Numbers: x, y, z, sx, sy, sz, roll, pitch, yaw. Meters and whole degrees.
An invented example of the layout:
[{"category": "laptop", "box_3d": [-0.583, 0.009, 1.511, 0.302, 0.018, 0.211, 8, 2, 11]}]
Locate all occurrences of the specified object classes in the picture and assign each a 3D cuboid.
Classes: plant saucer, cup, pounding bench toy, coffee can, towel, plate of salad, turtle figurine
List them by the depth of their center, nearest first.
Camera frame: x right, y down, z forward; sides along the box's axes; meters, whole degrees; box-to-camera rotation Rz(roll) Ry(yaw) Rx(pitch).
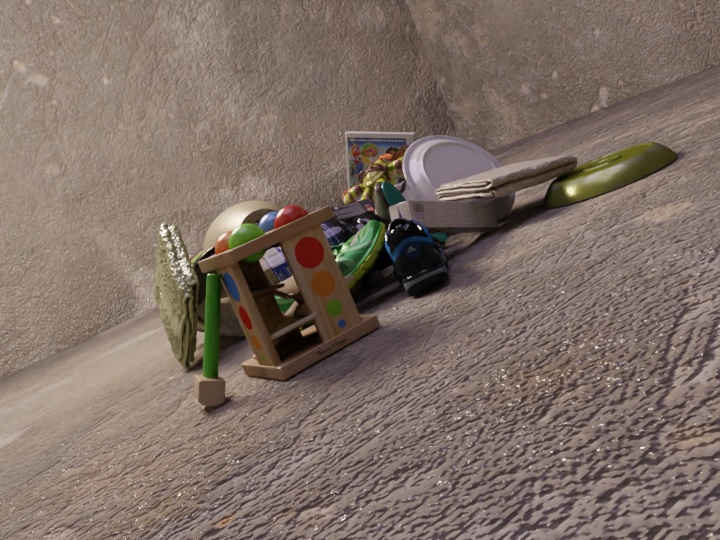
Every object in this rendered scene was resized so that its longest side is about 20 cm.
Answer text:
[{"category": "pounding bench toy", "box_3d": [-0.113, 0.032, 0.757, 0.199, 0.157, 0.124, -27, 8, -26]}, {"category": "plant saucer", "box_3d": [0.361, -0.146, 1.053, 0.199, 0.031, 0.200, -23, 6, 3]}, {"category": "towel", "box_3d": [-0.274, 0.031, 1.054, 0.036, 0.149, 0.200, -3, 34, -24]}, {"category": "towel", "box_3d": [0.223, -0.138, 1.089, 0.199, 0.035, 0.132, -20, 12, -32]}, {"category": "coffee can", "box_3d": [-0.224, 0.032, 1.166, 0.146, 0.147, 0.200, -26, 8, -22]}, {"category": "plate of salad", "box_3d": [0.161, -0.148, 1.186, 0.199, 0.200, 0.048, -28, -23, -35]}, {"category": "turtle figurine", "box_3d": [0.037, -0.155, 1.229, 0.199, 0.065, 0.162, -24, 31, 23]}, {"category": "cup", "box_3d": [-0.189, -0.049, 1.347, 0.199, 0.201, 0.143, -26, -2, -21]}]

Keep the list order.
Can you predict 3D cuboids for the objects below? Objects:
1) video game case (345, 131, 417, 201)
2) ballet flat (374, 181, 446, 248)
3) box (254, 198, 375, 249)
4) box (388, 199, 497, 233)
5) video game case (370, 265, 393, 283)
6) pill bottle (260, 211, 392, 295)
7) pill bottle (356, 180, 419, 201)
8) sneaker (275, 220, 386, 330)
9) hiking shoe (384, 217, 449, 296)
[{"category": "video game case", "box_3d": [0.042, -0.163, 1.367, 0.142, 0.202, 0.018, 6, 20, 24]}, {"category": "ballet flat", "box_3d": [0.060, -0.067, 1.052, 0.063, 0.068, 0.200, -25, -30, 25]}, {"category": "box", "box_3d": [-0.071, -0.038, 1.077, 0.199, 0.035, 0.111, -16, -40, -30]}, {"category": "box", "box_3d": [0.122, -0.075, 1.017, 0.199, 0.042, 0.039, -5, -7, -45]}, {"category": "video game case", "box_3d": [0.000, 0.000, 1.179, 0.199, 0.023, 0.182, -19, 8, 35]}, {"category": "pill bottle", "box_3d": [-0.055, -0.004, 1.000, 0.199, 0.113, 0.112, -27, 8, -16]}, {"category": "pill bottle", "box_3d": [0.079, -0.100, 1.290, 0.199, 0.115, 0.114, -19, 8, 29]}, {"category": "sneaker", "box_3d": [-0.045, -0.002, 0.904, 0.200, 0.084, 0.074, -43, 0, -15]}, {"category": "hiking shoe", "box_3d": [0.069, -0.030, 0.907, 0.074, 0.087, 0.200, -23, 7, -1]}]
